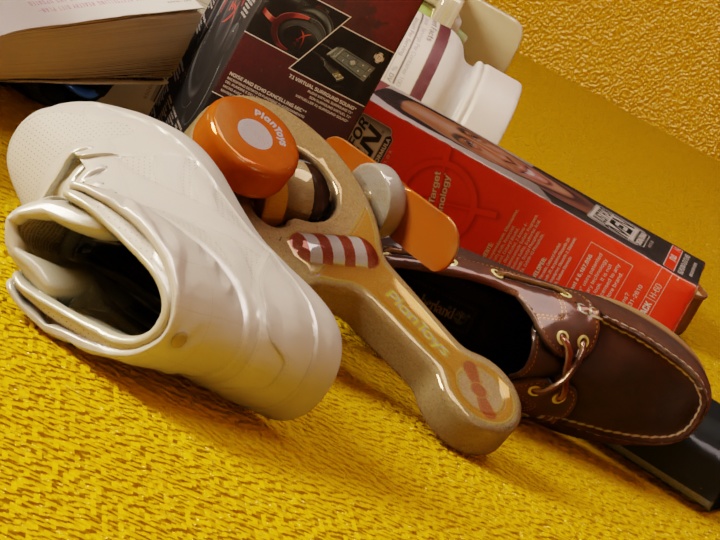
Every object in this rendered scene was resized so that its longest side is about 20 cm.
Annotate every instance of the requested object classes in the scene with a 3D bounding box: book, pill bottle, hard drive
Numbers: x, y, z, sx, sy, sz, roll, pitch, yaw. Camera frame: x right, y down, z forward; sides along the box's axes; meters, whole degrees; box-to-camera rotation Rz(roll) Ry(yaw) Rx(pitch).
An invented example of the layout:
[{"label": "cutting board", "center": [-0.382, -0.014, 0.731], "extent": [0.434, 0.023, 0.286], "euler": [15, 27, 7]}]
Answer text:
[{"label": "book", "center": [-0.191, -0.171, 1.354], "extent": [0.133, 0.048, 0.200], "euler": [-7, 45, -46]}, {"label": "pill bottle", "center": [-0.003, -0.128, 1.747], "extent": [0.200, 0.114, 0.114], "euler": [29, 10, -5]}, {"label": "hard drive", "center": [0.122, 0.057, 1.408], "extent": [0.200, 0.033, 0.140], "euler": [32, 10, 18]}]

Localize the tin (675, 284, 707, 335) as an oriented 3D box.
[{"label": "tin", "center": [0.179, -0.007, 1.879], "extent": [0.112, 0.042, 0.200], "euler": [24, 11, -9]}]

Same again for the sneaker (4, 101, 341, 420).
[{"label": "sneaker", "center": [-0.102, -0.022, 1.051], "extent": [0.200, 0.074, 0.116], "euler": [39, 11, 39]}]

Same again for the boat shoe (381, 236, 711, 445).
[{"label": "boat shoe", "center": [0.076, 0.037, 1.283], "extent": [0.200, 0.071, 0.070], "euler": [21, 10, -5]}]

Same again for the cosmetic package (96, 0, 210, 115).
[{"label": "cosmetic package", "center": [-0.126, -0.134, 1.553], "extent": [0.105, 0.071, 0.200], "euler": [24, 11, -27]}]

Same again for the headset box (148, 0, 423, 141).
[{"label": "headset box", "center": [-0.035, -0.115, 1.341], "extent": [0.075, 0.200, 0.149], "euler": [26, 9, -14]}]

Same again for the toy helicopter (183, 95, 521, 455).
[{"label": "toy helicopter", "center": [0.000, 0.000, 1.198], "extent": [0.200, 0.079, 0.132], "euler": [47, 35, 7]}]

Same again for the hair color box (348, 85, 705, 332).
[{"label": "hair color box", "center": [0.080, -0.022, 1.413], "extent": [0.200, 0.061, 0.102], "euler": [29, 11, 4]}]

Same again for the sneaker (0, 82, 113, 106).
[{"label": "sneaker", "center": [-0.172, -0.134, 1.455], "extent": [0.112, 0.073, 0.200], "euler": [33, 18, 5]}]

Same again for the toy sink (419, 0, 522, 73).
[{"label": "toy sink", "center": [0.003, -0.158, 1.877], "extent": [0.200, 0.131, 0.112], "euler": [29, 10, -4]}]
